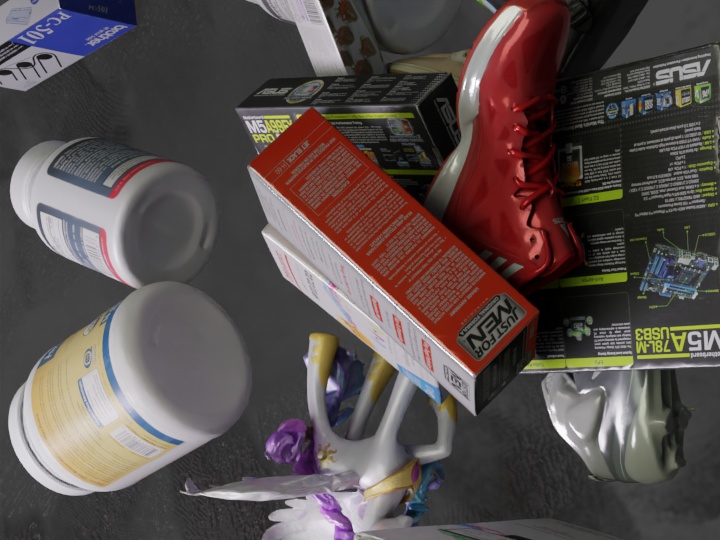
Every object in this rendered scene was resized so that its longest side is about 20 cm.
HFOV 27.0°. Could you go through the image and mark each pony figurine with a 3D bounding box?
[{"bbox_3d":[-0.015,0.151,1.157,0.193,0.167,0.200,-1,69,33],"label":"pony figurine"}]

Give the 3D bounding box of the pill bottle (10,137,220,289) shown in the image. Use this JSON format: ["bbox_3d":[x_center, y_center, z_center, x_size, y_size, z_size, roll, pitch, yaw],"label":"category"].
[{"bbox_3d":[-0.234,-0.060,1.395,0.200,0.120,0.120,20,101,43],"label":"pill bottle"}]

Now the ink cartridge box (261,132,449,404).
[{"bbox_3d":[0.000,0.000,1.080,0.200,0.115,0.068,39,80,15],"label":"ink cartridge box"}]

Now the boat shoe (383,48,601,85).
[{"bbox_3d":[0.099,-0.134,1.121,0.200,0.072,0.065,16,57,44],"label":"boat shoe"}]

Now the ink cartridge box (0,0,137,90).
[{"bbox_3d":[-0.324,-0.239,1.515,0.200,0.094,0.044,-19,73,41],"label":"ink cartridge box"}]

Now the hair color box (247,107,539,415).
[{"bbox_3d":[0.022,-0.005,0.963,0.061,0.102,0.200,-43,73,-10],"label":"hair color box"}]

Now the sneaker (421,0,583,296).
[{"bbox_3d":[0.113,-0.068,0.941,0.116,0.078,0.200,44,135,34],"label":"sneaker"}]

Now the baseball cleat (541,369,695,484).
[{"bbox_3d":[0.170,0.044,1.021,0.106,0.070,0.200,-5,82,35],"label":"baseball cleat"}]

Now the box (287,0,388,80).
[{"bbox_3d":[-0.002,-0.138,1.148,0.041,0.039,0.200,17,140,45],"label":"box"}]

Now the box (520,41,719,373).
[{"bbox_3d":[0.166,-0.032,0.955,0.200,0.047,0.193,-8,85,51],"label":"box"}]

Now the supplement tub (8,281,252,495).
[{"bbox_3d":[-0.208,0.111,1.336,0.200,0.145,0.145,-31,65,38],"label":"supplement tub"}]

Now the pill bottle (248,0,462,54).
[{"bbox_3d":[-0.021,-0.247,1.208,0.200,0.113,0.113,25,104,43],"label":"pill bottle"}]

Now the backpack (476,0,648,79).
[{"bbox_3d":[0.125,-0.252,1.061,0.200,0.154,0.163,36,113,18],"label":"backpack"}]

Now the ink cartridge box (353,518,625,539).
[{"bbox_3d":[0.084,0.248,1.000,0.084,0.200,0.145,8,92,46],"label":"ink cartridge box"}]

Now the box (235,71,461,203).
[{"bbox_3d":[0.015,-0.069,1.129,0.200,0.044,0.160,5,131,47],"label":"box"}]
